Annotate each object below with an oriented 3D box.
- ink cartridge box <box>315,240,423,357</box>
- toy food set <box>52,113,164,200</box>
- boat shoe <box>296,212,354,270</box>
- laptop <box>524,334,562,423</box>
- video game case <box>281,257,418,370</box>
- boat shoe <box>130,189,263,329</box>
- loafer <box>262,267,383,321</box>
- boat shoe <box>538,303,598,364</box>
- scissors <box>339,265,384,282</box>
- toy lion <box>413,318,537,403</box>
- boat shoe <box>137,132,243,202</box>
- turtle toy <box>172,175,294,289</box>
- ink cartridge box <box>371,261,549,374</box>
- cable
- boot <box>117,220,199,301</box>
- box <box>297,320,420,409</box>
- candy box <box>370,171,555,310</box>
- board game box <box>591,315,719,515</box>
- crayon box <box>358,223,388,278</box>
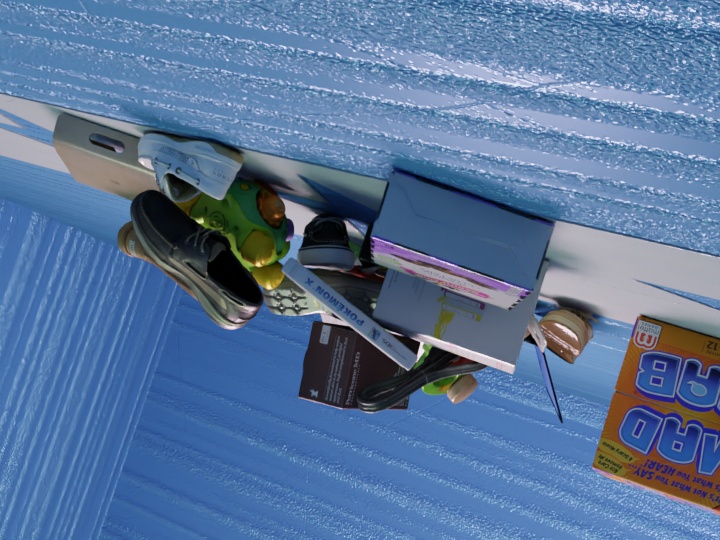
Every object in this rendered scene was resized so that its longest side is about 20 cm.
[{"bbox_3d":[0.038,0.059,1.926,0.198,0.085,0.147,28,154,25],"label":"ink cartridge box"},{"bbox_3d":[-0.313,-0.143,1.754,0.142,0.061,0.200,19,166,5],"label":"toy food set"},{"bbox_3d":[-0.049,-0.039,1.716,0.071,0.072,0.200,6,-178,-12],"label":"boat shoe"},{"bbox_3d":[0.217,0.122,1.993,0.198,0.105,0.177,20,-169,-4],"label":"laptop"},{"bbox_3d":[-0.015,0.050,1.568,0.182,0.022,0.200,38,178,-1],"label":"video game case"},{"bbox_3d":[-0.184,-0.022,1.569,0.200,0.075,0.073,47,134,-16],"label":"boat shoe"},{"bbox_3d":[-0.030,0.027,1.738,0.197,0.070,0.071,8,127,19],"label":"loafer"},{"bbox_3d":[0.288,0.078,1.848,0.073,0.063,0.200,36,174,10],"label":"boat shoe"},{"bbox_3d":[0.000,0.000,1.717,0.072,0.014,0.200,22,176,7],"label":"scissors"},{"bbox_3d":[0.141,0.090,1.792,0.069,0.200,0.191,50,-160,24],"label":"toy lion"},{"bbox_3d":[-0.211,-0.115,1.551,0.070,0.070,0.199,22,174,-34],"label":"boat shoe"},{"bbox_3d":[-0.140,-0.055,1.667,0.145,0.102,0.200,32,166,18],"label":"turtle toy"},{"bbox_3d":[0.129,0.034,1.551,0.197,0.127,0.129,18,175,7],"label":"ink cartridge box"},{"bbox_3d":[0.090,0.130,1.625,0.097,0.199,0.051,25,142,43],"label":"cable"},{"bbox_3d":[-0.210,-0.033,1.810,0.199,0.174,0.067,25,138,40],"label":"boot"},{"bbox_3d":[0.002,0.127,1.758,0.074,0.102,0.199,12,-179,29],"label":"box"},{"bbox_3d":[0.097,-0.026,1.359,0.166,0.072,0.200,19,174,3],"label":"candy box"},{"bbox_3d":[0.431,0.196,1.723,0.198,0.202,0.200,17,174,19],"label":"board game box"},{"bbox_3d":[0.069,-0.005,1.773,0.124,0.052,0.200,19,175,7],"label":"crayon box"}]
